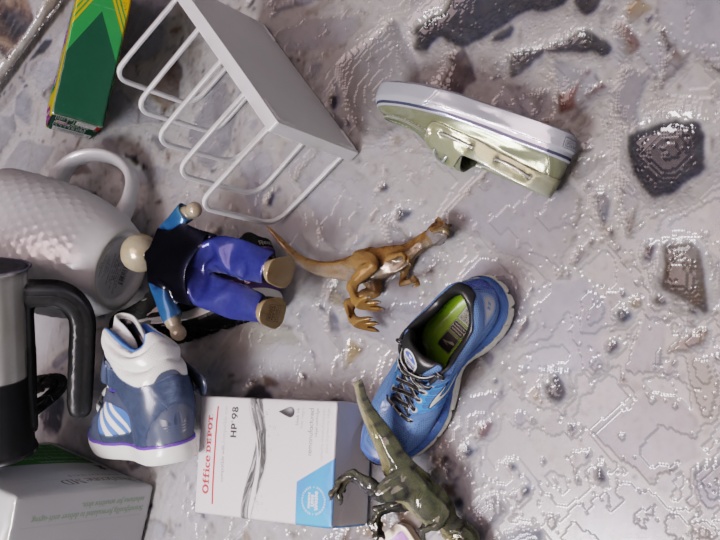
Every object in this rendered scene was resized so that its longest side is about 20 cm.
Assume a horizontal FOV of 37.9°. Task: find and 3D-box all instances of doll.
[{"bbox_3d":[-0.161,0.003,1.022,0.200,0.048,0.137,17,98,31],"label":"doll"}]

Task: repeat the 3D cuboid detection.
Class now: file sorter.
[{"bbox_3d":[-0.128,-0.158,1.047,0.125,0.139,0.200,-45,64,20],"label":"file sorter"}]

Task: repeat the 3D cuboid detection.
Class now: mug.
[{"bbox_3d":[-0.318,-0.045,1.147,0.175,0.148,0.200,16,71,24],"label":"mug"}]

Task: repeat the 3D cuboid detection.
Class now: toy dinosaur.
[{"bbox_3d":[0.000,0.000,1.006,0.200,0.060,0.106,-9,54,24],"label":"toy dinosaur"},{"bbox_3d":[0.028,0.193,0.923,0.088,0.047,0.200,-34,96,21],"label":"toy dinosaur"}]

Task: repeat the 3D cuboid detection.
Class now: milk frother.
[{"bbox_3d":[-0.373,0.079,1.065,0.200,0.180,0.189,15,107,54],"label":"milk frother"}]

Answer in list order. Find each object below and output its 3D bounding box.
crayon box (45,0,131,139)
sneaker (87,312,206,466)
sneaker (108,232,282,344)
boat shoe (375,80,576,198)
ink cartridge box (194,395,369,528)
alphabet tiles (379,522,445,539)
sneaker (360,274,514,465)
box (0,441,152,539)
[{"bbox_3d":[-0.292,-0.238,1.137,0.200,0.058,0.173,-168,92,-72],"label":"crayon box"},{"bbox_3d":[-0.229,0.113,1.059,0.200,0.080,0.147,-3,98,57],"label":"sneaker"},{"bbox_3d":[-0.171,0.019,1.092,0.200,0.076,0.088,-15,69,19],"label":"sneaker"},{"bbox_3d":[0.095,-0.121,0.948,0.200,0.072,0.062,21,91,28],"label":"boat shoe"},{"bbox_3d":[-0.092,0.182,1.016,0.200,0.067,0.116,-2,81,31],"label":"ink cartridge box"},{"bbox_3d":[0.058,0.334,0.937,0.196,0.015,0.200,-44,64,18],"label":"alphabet tiles"},{"bbox_3d":[0.052,0.086,0.932,0.079,0.089,0.200,37,104,29],"label":"sneaker"},{"bbox_3d":[-0.358,0.294,1.080,0.171,0.199,0.201,15,91,31],"label":"box"}]
